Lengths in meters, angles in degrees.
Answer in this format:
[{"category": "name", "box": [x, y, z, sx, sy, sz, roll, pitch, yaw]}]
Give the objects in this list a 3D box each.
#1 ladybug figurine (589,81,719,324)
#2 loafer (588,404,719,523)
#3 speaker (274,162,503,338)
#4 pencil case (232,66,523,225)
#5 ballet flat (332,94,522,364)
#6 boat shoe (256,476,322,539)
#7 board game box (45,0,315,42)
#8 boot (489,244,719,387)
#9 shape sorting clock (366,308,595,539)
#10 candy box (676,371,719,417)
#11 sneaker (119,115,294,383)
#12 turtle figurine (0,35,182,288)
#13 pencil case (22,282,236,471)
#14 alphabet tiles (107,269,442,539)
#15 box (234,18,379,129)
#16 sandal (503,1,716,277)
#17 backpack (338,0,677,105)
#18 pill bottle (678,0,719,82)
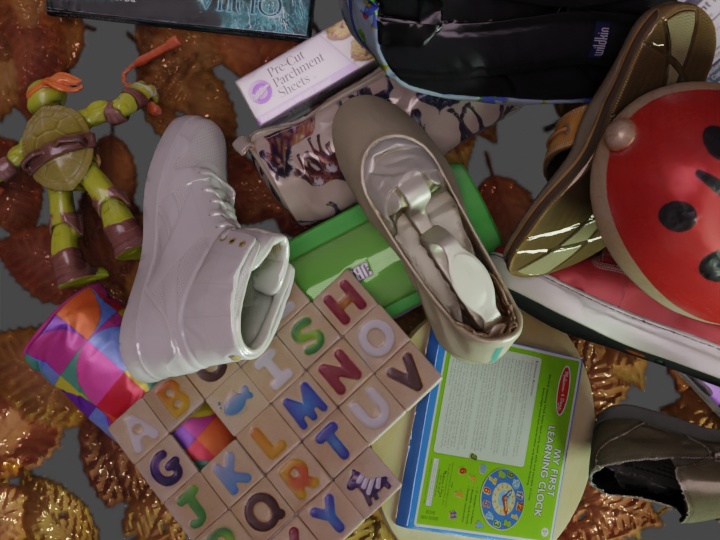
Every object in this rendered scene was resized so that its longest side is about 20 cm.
[{"category": "ladybug figurine", "box": [0.222, -0.034, 0.698, 0.199, 0.072, 0.137, 24, 97, -26]}, {"category": "loafer", "box": [0.247, 0.151, 0.815, 0.199, 0.070, 0.076, 8, 129, 36]}, {"category": "speaker", "box": [0.000, 0.000, 0.850, 0.199, 0.088, 0.089, -28, 92, 3]}, {"category": "pencil case", "box": [0.012, -0.107, 0.845, 0.199, 0.078, 0.090, -29, 112, 3]}, {"category": "ballet flat", "box": [0.046, -0.031, 0.772, 0.069, 0.069, 0.201, -31, 89, 3]}, {"category": "boat shoe", "box": [-0.030, 0.123, 0.841, 0.086, 0.075, 0.203, 28, 76, 33]}, {"category": "board game box", "box": [-0.128, -0.246, 0.869, 0.198, 0.028, 0.137, 7, 93, 1]}, {"category": "boot", "box": [0.195, -0.016, 0.806, 0.199, 0.072, 0.145, 19, 84, 11]}, {"category": "shape sorting clock", "box": [0.089, 0.118, 0.838, 0.199, 0.039, 0.202, 0, 90, -27]}, {"category": "candy box", "box": [0.343, 0.070, 0.849, 0.168, 0.072, 0.200, -45, 90, 3]}, {"category": "sneaker", "box": [-0.090, -0.024, 0.805, 0.115, 0.074, 0.202, -10, 62, 30]}, {"category": "turtle figurine", "box": [-0.200, -0.080, 0.849, 0.199, 0.064, 0.162, -24, 81, 1]}, {"category": "pencil case", "box": [-0.153, 0.101, 0.861, 0.200, 0.088, 0.088, 44, 93, 0]}, {"category": "alphabet tiles", "box": [-0.050, 0.102, 0.790, 0.200, 0.008, 0.167, -43, 74, 2]}, {"category": "box", "box": [0.004, -0.168, 0.863, 0.199, 0.039, 0.042, -29, 90, 3]}, {"category": "sandal", "box": [0.149, -0.081, 0.733, 0.080, 0.054, 0.201, 4, 124, -33]}, {"category": "backpack", "box": [0.085, -0.178, 0.730, 0.199, 0.154, 0.164, -16, 126, -23]}, {"category": "pill bottle", "box": [0.247, -0.170, 0.816, 0.120, 0.120, 0.200, -43, 90, 3]}]
